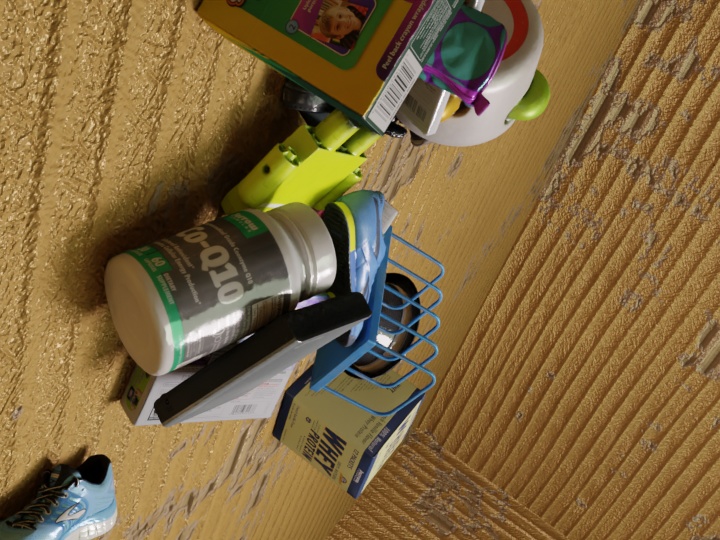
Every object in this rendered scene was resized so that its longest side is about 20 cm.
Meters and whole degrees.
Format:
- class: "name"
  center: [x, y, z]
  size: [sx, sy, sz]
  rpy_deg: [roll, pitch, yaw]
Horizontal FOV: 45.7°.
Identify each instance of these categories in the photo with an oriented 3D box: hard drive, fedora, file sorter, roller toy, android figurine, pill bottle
- class: "hard drive"
  center: [-0.098, 0.088, 0.860]
  size: [0.199, 0.033, 0.139]
  rpy_deg: [-34, 170, 30]
- class: "fedora"
  center: [0.011, 0.082, 1.473]
  size: [0.091, 0.200, 0.202]
  rpy_deg: [35, 88, -42]
- class: "file sorter"
  center: [0.031, 0.071, 1.146]
  size: [0.139, 0.122, 0.202]
  rpy_deg: [-43, -153, 42]
- class: "roller toy"
  center: [0.117, -0.256, 1.009]
  size: [0.197, 0.185, 0.140]
  rpy_deg: [-16, 155, -11]
- class: "android figurine"
  center: [-0.067, -0.093, 0.902]
  size: [0.199, 0.041, 0.182]
  rpy_deg: [-40, 167, 19]
- class: "pill bottle"
  center: [-0.127, 0.009, 0.802]
  size: [0.198, 0.113, 0.114]
  rpy_deg: [-24, 148, -35]

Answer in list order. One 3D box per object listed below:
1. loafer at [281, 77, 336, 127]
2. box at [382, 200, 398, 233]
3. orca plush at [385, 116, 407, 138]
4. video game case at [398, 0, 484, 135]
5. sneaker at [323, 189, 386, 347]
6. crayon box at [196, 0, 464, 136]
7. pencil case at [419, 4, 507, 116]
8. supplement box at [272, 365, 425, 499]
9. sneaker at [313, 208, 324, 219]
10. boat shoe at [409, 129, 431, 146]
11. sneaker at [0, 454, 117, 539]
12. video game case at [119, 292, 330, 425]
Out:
- class: "loafer"
  center: [-0.031, -0.171, 0.913]
  size: [0.200, 0.067, 0.072]
  rpy_deg: [-24, 130, -70]
- class: "box"
  center: [-0.030, -0.017, 1.157]
  size: [0.145, 0.036, 0.200]
  rpy_deg: [-53, -169, -15]
- class: "orca plush"
  center: [0.027, -0.179, 1.086]
  size: [0.106, 0.071, 0.200]
  rpy_deg: [-63, 164, 23]
- class: "video game case"
  center: [0.057, -0.262, 0.879]
  size: [0.018, 0.143, 0.202]
  rpy_deg: [-21, 146, -35]
- class: "sneaker"
  center: [0.000, 0.000, 1.004]
  size: [0.078, 0.066, 0.203]
  rpy_deg: [-21, 129, -32]
- class: "crayon box"
  center: [-0.005, -0.238, 0.663]
  size: [0.202, 0.171, 0.058]
  rpy_deg: [-57, 162, 4]
- class: "pencil case"
  center: [0.034, -0.220, 0.782]
  size: [0.085, 0.197, 0.094]
  rpy_deg: [127, -20, -60]
- class: "supplement box"
  center: [-0.021, 0.271, 1.601]
  size: [0.200, 0.198, 0.135]
  rpy_deg: [-42, 159, -45]
- class: "sneaker"
  center: [-0.089, -0.004, 1.095]
  size: [0.200, 0.079, 0.095]
  rpy_deg: [-49, 179, -20]
- class: "boat shoe"
  center: [0.090, -0.219, 1.145]
  size: [0.073, 0.074, 0.200]
  rpy_deg: [-21, -161, 6]
- class: "sneaker"
  center: [-0.322, 0.241, 0.867]
  size: [0.200, 0.077, 0.092]
  rpy_deg: [-24, 126, -70]
- class: "video game case"
  center: [-0.151, 0.088, 0.973]
  size: [0.198, 0.045, 0.183]
  rpy_deg: [7, 118, -47]
